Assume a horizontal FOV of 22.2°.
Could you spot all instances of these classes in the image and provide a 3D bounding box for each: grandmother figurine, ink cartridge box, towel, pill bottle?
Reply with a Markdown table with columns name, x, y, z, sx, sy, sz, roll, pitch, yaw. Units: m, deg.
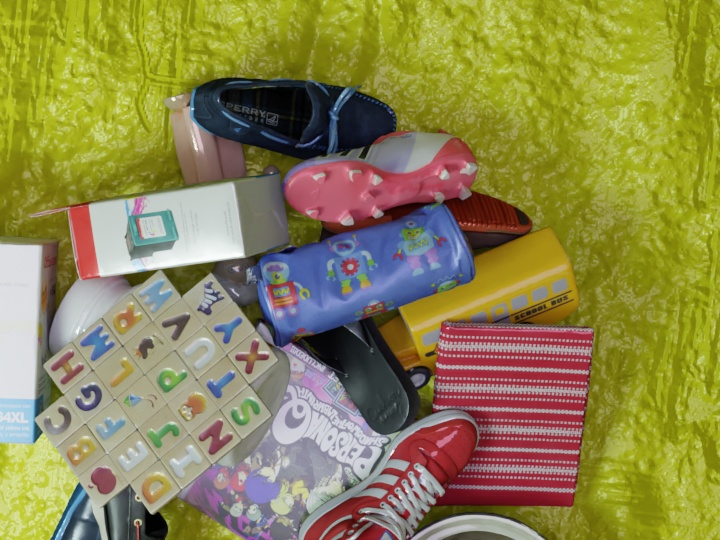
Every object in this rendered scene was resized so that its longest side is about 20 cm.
| name | x | y | z | sx | sy | sz | roll | pitch | yaw |
| --- | --- | --- | --- | --- | --- | --- | --- | --- | --- |
| grandmother figurine | -0.131 | -0.064 | 1.687 | 0.120 | 0.061 | 0.202 | -14 | 91 | 6 |
| ink cartridge box | -0.176 | -0.037 | 1.615 | 0.198 | 0.116 | 0.068 | -8 | 94 | 19 |
| towel | 0.136 | 0.135 | 1.688 | 0.143 | 0.023 | 0.202 | 1 | 119 | -4 |
| pill bottle | -0.171 | 0.081 | 1.641 | 0.199 | 0.116 | 0.117 | 28 | 91 | 16 |
| ink cartridge box | -0.340 | 0.044 | 1.640 | 0.124 | 0.129 | 0.202 | 4 | 93 | -4 |

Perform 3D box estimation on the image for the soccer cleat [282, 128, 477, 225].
| name | x | y | z | sx | sy | sz | roll | pitch | yaw |
| --- | --- | --- | --- | --- | --- | --- | --- | --- | --- |
| soccer cleat | 0.013 | -0.090 | 1.657 | 0.198 | 0.077 | 0.067 | -9 | 129 | -27 |

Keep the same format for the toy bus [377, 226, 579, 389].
| name | x | y | z | sx | sy | sz | roll | pitch | yaw |
| --- | --- | --- | --- | --- | --- | --- | --- | --- | --- |
| toy bus | 0.099 | 0.037 | 1.685 | 0.199 | 0.065 | 0.079 | -22 | 136 | -3 |

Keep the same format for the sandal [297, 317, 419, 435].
| name | x | y | z | sx | sy | sz | roll | pitch | yaw |
| --- | --- | --- | --- | --- | --- | --- | --- | --- | --- |
| sandal | -0.019 | 0.061 | 1.662 | 0.200 | 0.043 | 0.076 | 49 | 122 | 24 |

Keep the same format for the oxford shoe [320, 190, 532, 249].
| name | x | y | z | sx | sy | sz | roll | pitch | yaw |
| --- | --- | --- | --- | --- | --- | --- | --- | --- | --- |
| oxford shoe | 0.060 | -0.032 | 1.706 | 0.198 | 0.071 | 0.073 | 1 | 119 | -5 |

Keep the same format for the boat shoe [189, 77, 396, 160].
| name | x | y | z | sx | sy | sz | roll | pitch | yaw |
| --- | --- | --- | --- | --- | --- | --- | --- | --- | --- |
| boat shoe | -0.053 | -0.133 | 1.659 | 0.198 | 0.069 | 0.085 | -2 | 89 | -25 |

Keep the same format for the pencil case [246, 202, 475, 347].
| name | x | y | z | sx | sy | sz | roll | pitch | yaw |
| --- | --- | --- | --- | --- | --- | --- | --- | --- | --- |
| pencil case | 0.000 | 0.000 | 1.619 | 0.198 | 0.078 | 0.087 | -18 | 69 | -5 |

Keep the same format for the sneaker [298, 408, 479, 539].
| name | x | y | z | sx | sy | sz | roll | pitch | yaw |
| --- | --- | --- | --- | --- | --- | --- | --- | --- | --- |
| sneaker | 0.034 | 0.212 | 1.638 | 0.200 | 0.113 | 0.071 | -41 | 109 | 4 |

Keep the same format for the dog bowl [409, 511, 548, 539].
| name | x | y | z | sx | sy | sz | roll | pitch | yaw |
| --- | --- | --- | --- | --- | --- | --- | --- | --- | --- |
| dog bowl | 0.105 | 0.320 | 1.711 | 0.198 | 0.074 | 0.202 | 0 | 93 | -3 |

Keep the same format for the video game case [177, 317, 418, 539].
| name | x | y | z | sx | sy | sz | roll | pitch | yaw |
| --- | --- | --- | --- | --- | --- | --- | --- | --- | --- |
| video game case | -0.059 | 0.173 | 1.712 | 0.199 | 0.036 | 0.182 | 33 | 91 | -5 |

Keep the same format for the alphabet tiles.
| name | x | y | z | sx | sy | sz | roll | pitch | yaw |
| --- | --- | --- | --- | --- | --- | --- | --- | --- | --- |
| alphabet tiles | -0.175 | 0.102 | 1.573 | 0.200 | 0.006 | 0.167 | -39 | 74 | 0 |

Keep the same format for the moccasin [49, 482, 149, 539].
| name | x | y | z | sx | sy | sz | roll | pitch | yaw |
| --- | --- | --- | --- | --- | --- | --- | --- | --- | --- |
| moccasin | -0.235 | 0.224 | 1.691 | 0.068 | 0.081 | 0.201 | 27 | 105 | -9 |

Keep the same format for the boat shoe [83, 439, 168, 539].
| name | x | y | z | sx | sy | sz | roll | pitch | yaw |
| --- | --- | --- | --- | --- | --- | --- | --- | --- | --- |
| boat shoe | -0.201 | 0.238 | 1.621 | 0.062 | 0.074 | 0.203 | -7 | 107 | -5 |
